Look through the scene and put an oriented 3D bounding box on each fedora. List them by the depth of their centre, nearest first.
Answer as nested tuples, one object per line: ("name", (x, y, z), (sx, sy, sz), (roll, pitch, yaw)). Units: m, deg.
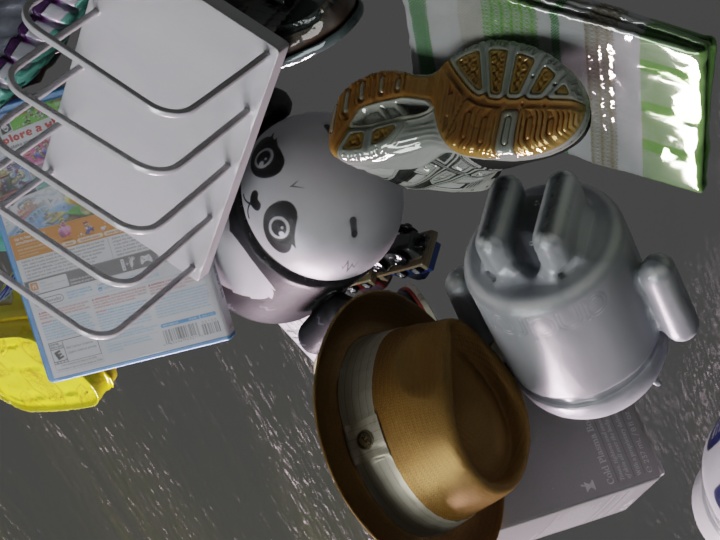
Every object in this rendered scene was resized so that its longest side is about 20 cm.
("fedora", (0.055, 0.100, 1.461), (0.081, 0.201, 0.201), (-25, 121, 37))

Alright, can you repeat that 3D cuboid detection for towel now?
("towel", (0.122, -0.124, 1.342), (0.198, 0.031, 0.150), (19, 152, 18))

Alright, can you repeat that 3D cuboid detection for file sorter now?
("file sorter", (-0.158, -0.080, 1.397), (0.138, 0.124, 0.201), (33, 129, 12))

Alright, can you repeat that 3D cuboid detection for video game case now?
("video game case", (-0.182, -0.032, 1.534), (0.142, 0.018, 0.202), (-13, 102, 14))

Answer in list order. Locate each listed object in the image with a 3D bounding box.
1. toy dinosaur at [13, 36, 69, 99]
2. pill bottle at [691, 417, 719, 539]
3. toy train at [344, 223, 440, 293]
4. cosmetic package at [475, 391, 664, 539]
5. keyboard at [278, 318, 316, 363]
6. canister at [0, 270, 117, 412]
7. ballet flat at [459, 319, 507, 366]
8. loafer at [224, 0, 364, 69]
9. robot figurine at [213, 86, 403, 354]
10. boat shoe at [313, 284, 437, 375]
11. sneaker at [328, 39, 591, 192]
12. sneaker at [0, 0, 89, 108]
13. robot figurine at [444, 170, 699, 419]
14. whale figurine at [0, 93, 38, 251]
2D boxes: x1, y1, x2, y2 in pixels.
("toy dinosaur", (-0.268, -0.131, 1.592), (0.200, 0.105, 0.182), (-38, 79, 26))
("pill bottle", (0.298, 0.127, 1.470), (0.119, 0.120, 0.200), (30, 153, 2))
("toy train", (0.000, 0.000, 1.652), (0.046, 0.034, 0.199), (30, 156, -25))
("cosmetic package", (0.104, 0.143, 1.588), (0.108, 0.198, 0.090), (67, 157, 17))
("keyboard", (-0.066, 0.026, 1.786), (0.056, 0.011, 0.200), (-3, 137, 47))
("canister", (-0.207, 0.003, 1.684), (0.087, 0.201, 0.148), (45, 149, -26))
("ballet flat", (0.091, 0.066, 1.624), (0.067, 0.076, 0.200), (30, 153, 0))
("loafer", (-0.082, -0.169, 1.426), (0.199, 0.072, 0.063), (-1, 133, 49))
("robot figurine", (-0.050, -0.034, 1.548), (0.150, 0.125, 0.200), (36, 153, -9))
("boat shoe", (0.014, 0.059, 1.653), (0.072, 0.062, 0.200), (68, 164, 2))
("sneaker", (0.075, -0.090, 1.356), (0.199, 0.076, 0.087), (1, 159, 46))
("sneaker", (-0.231, -0.185, 1.464), (0.087, 0.200, 0.074), (43, -167, -3))
("robot figurine", (0.139, 0.022, 1.462), (0.168, 0.114, 0.201), (0, 140, 29))
("whale figurine", (-0.273, -0.060, 1.691), (0.104, 0.158, 0.200), (62, 166, 6))
